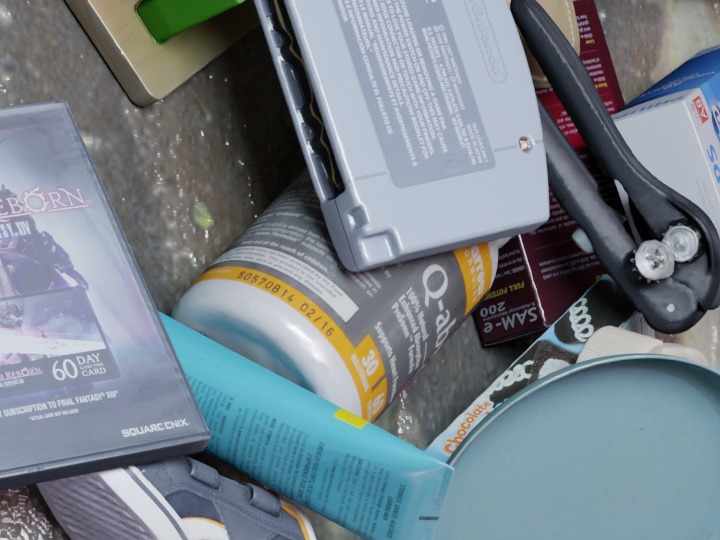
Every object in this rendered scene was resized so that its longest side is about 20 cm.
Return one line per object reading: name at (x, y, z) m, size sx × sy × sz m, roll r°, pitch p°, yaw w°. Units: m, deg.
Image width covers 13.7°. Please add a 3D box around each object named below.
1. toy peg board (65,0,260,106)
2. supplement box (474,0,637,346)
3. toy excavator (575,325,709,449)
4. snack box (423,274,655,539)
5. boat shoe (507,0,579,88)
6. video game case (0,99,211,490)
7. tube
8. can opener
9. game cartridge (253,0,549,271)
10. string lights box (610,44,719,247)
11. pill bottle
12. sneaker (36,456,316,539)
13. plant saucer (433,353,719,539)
toy peg board at (-0.081, -0.227, 1.556) m, size 0.200 × 0.098 × 0.200 m, roll -41°, pitch 103°, yaw -37°
supplement box at (0.096, -0.068, 1.668) m, size 0.109 × 0.061 × 0.201 m, roll -13°, pitch 86°, yaw -38°
toy excavator at (0.185, 0.094, 1.616) m, size 0.194 × 0.100 × 0.201 m, roll -32°, pitch 125°, yaw -41°
snack box at (0.090, 0.106, 1.592) m, size 0.200 × 0.037 × 0.116 m, roll -42°, pitch 139°, yaw -34°
boat shoe at (0.071, -0.195, 1.611) m, size 0.072 × 0.065 × 0.201 m, roll -14°, pitch 77°, yaw -38°
video game case at (-0.170, 0.010, 1.422) m, size 0.142 × 0.019 × 0.200 m, roll -9°, pitch 62°, yaw -32°
tube at (-0.048, 0.076, 1.460) m, size 0.200 × 0.078 × 0.050 m, roll 28°, pitch 53°, yaw 13°
can opener at (0.121, -0.053, 1.566) m, size 0.063 × 0.079 × 0.200 m, roll -38°, pitch 93°, yaw -7°
game cartridge at (0.021, -0.105, 1.503) m, size 0.133 × 0.040 × 0.201 m, roll -13°, pitch 81°, yaw -31°
string lights box at (0.203, -0.064, 1.697) m, size 0.200 × 0.059 × 0.103 m, roll -36°, pitch 108°, yaw -62°
pill bottle at (0.000, 0.000, 1.544) m, size 0.117 × 0.116 × 0.200 m, roll 53°, pitch 54°, yaw -13°
sneaker at (-0.081, 0.130, 1.474) m, size 0.200 × 0.078 × 0.079 m, roll 53°, pitch 57°, yaw -27°
plant saucer at (0.116, 0.122, 1.512) m, size 0.199 × 0.027 × 0.201 m, roll -11°, pitch 124°, yaw -17°
